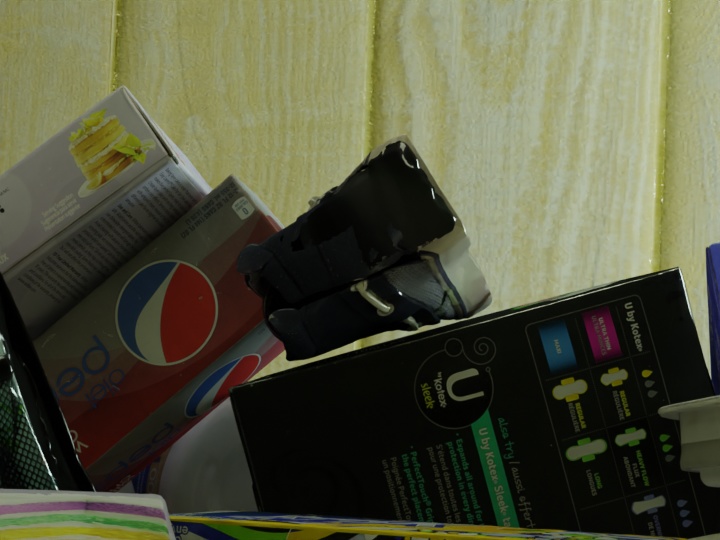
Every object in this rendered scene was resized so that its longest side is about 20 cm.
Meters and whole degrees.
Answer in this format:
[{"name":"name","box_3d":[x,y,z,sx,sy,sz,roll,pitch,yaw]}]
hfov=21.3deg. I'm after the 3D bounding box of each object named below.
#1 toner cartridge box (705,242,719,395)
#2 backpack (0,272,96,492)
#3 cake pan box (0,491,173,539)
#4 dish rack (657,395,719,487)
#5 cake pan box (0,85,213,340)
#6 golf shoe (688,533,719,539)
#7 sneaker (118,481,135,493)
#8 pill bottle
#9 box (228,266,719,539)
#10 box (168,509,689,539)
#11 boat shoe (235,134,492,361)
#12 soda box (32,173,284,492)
[{"name":"toner cartridge box","box_3d":[0.199,0.046,0.821,0.094,0.043,0.200,-8,-29,8]},{"name":"backpack","box_3d":[-0.184,0.051,0.696,0.150,0.201,0.177,-17,5,-24]},{"name":"cake pan box","box_3d":[-0.147,0.094,0.516,0.199,0.053,0.184,3,0,-7]},{"name":"dish rack","box_3d":[0.229,0.070,0.726,0.199,0.044,0.172,5,-9,-16]},{"name":"cake pan box","box_3d":[-0.147,0.012,0.951,0.184,0.052,0.200,-35,-20,2]},{"name":"golf shoe","box_3d":[0.164,0.110,0.676,0.199,0.076,0.092,-4,-43,43]},{"name":"sneaker","box_3d":[-0.208,0.129,0.975,0.199,0.089,0.074,1,-3,-7]},{"name":"pill bottle","box_3d":[-0.084,0.124,1.064,0.119,0.121,0.200,4,-6,-24]},{"name":"box","box_3d":[0.052,0.085,0.858,0.199,0.125,0.149,-15,-3,-4]},{"name":"box","box_3d":[0.017,0.125,0.706,0.199,0.065,0.070,0,-5,30]},{"name":"boat shoe","box_3d":[0.000,0.000,0.848,0.092,0.075,0.200,-32,-14,1]},{"name":"soda box","box_3d":[-0.109,0.049,0.911,0.200,0.070,0.063,-40,-16,1]}]
